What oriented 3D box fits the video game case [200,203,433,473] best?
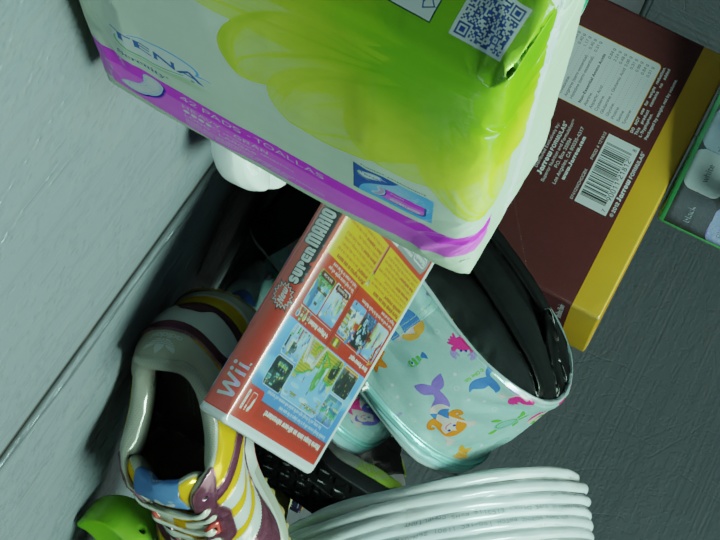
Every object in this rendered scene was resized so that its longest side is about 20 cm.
[{"bbox_3d":[0.000,0.000,0.902,0.200,0.017,0.143,-60,159,-7],"label":"video game case"}]

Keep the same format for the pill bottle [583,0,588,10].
[{"bbox_3d":[0.074,-0.179,0.981,0.113,0.113,0.200,-62,172,-7],"label":"pill bottle"}]

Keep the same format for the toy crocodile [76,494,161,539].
[{"bbox_3d":[-0.150,0.201,1.031,0.068,0.062,0.200,-57,175,-42],"label":"toy crocodile"}]

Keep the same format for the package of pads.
[{"bbox_3d":[-0.014,-0.083,0.546,0.068,0.154,0.200,-58,173,-13],"label":"package of pads"}]

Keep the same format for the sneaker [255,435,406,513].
[{"bbox_3d":[-0.034,0.099,1.175,0.200,0.072,0.083,47,38,-41],"label":"sneaker"}]

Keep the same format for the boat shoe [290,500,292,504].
[{"bbox_3d":[-0.099,0.199,1.339,0.200,0.073,0.063,-71,175,-46],"label":"boat shoe"}]

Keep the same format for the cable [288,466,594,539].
[{"bbox_3d":[0.044,0.171,1.095,0.200,0.199,0.069,61,17,-73],"label":"cable"}]

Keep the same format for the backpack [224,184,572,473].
[{"bbox_3d":[0.029,0.023,1.066,0.151,0.200,0.178,-44,-179,20],"label":"backpack"}]

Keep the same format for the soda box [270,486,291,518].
[{"bbox_3d":[-0.088,0.189,1.165,0.200,0.064,0.068,-81,-169,-53],"label":"soda box"}]

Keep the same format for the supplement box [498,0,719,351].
[{"bbox_3d":[0.110,-0.084,1.230,0.198,0.200,0.133,-62,172,-9],"label":"supplement box"}]

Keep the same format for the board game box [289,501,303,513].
[{"bbox_3d":[-0.021,0.083,1.485,0.165,0.057,0.200,-57,171,-33],"label":"board game box"}]

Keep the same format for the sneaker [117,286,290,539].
[{"bbox_3d":[-0.087,0.114,0.926,0.090,0.075,0.200,-45,132,-61],"label":"sneaker"}]

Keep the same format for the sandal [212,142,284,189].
[{"bbox_3d":[-0.019,-0.093,0.873,0.203,0.050,0.083,-24,128,-59],"label":"sandal"}]

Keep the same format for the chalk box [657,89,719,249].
[{"bbox_3d":[0.280,-0.071,1.178,0.125,0.124,0.200,-66,172,22],"label":"chalk box"}]
